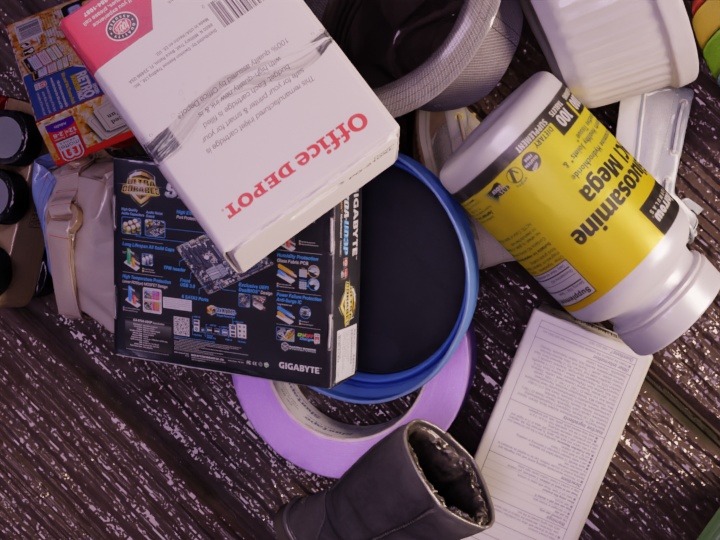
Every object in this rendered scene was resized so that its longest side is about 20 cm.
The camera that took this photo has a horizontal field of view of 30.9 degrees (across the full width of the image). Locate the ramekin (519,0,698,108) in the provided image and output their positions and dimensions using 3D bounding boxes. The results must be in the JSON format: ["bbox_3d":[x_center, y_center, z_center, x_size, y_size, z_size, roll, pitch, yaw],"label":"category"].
[{"bbox_3d":[0.167,-0.213,0.968,0.094,0.202,0.203,-25,88,8],"label":"ramekin"}]

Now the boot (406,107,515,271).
[{"bbox_3d":[0.117,-0.094,1.048,0.154,0.072,0.201,-4,69,-3],"label":"boot"}]

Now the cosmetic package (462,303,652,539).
[{"bbox_3d":[0.152,0.138,1.054,0.103,0.073,0.201,23,97,10],"label":"cosmetic package"}]

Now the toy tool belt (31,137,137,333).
[{"bbox_3d":[-0.227,-0.054,1.090,0.122,0.125,0.201,11,114,39],"label":"toy tool belt"}]

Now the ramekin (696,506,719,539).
[{"bbox_3d":[0.335,0.244,0.964,0.200,0.200,0.098,38,106,7],"label":"ramekin"}]

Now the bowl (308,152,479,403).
[{"bbox_3d":[0.000,0.000,1.001,0.200,0.039,0.202,6,102,28],"label":"bowl"}]

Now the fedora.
[{"bbox_3d":[0.045,-0.181,0.980,0.199,0.090,0.178,-1,70,45],"label":"fedora"}]

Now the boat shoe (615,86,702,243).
[{"bbox_3d":[0.234,-0.050,1.030,0.071,0.070,0.202,3,92,12],"label":"boat shoe"}]

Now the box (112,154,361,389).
[{"bbox_3d":[-0.098,-0.003,1.001,0.199,0.046,0.160,6,102,25],"label":"box"}]

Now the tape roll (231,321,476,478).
[{"bbox_3d":[-0.005,0.069,1.086,0.199,0.066,0.201,0,93,10],"label":"tape roll"}]

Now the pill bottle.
[{"bbox_3d":[0.163,-0.037,0.944,0.200,0.112,0.112,44,100,-5],"label":"pill bottle"}]

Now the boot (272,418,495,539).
[{"bbox_3d":[0.038,0.217,1.027,0.182,0.073,0.200,48,130,-10],"label":"boot"}]

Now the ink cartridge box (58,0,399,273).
[{"bbox_3d":[-0.086,-0.121,0.897,0.144,0.084,0.200,-36,80,-5],"label":"ink cartridge box"}]

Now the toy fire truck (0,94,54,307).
[{"bbox_3d":[-0.363,-0.075,1.130,0.199,0.129,0.177,17,96,22],"label":"toy fire truck"}]

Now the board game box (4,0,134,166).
[{"bbox_3d":[-0.165,-0.175,1.014,0.199,0.046,0.152,-23,44,-6],"label":"board game box"}]

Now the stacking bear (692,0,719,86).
[{"bbox_3d":[0.305,-0.201,0.995,0.113,0.121,0.201,-31,77,4],"label":"stacking bear"}]
